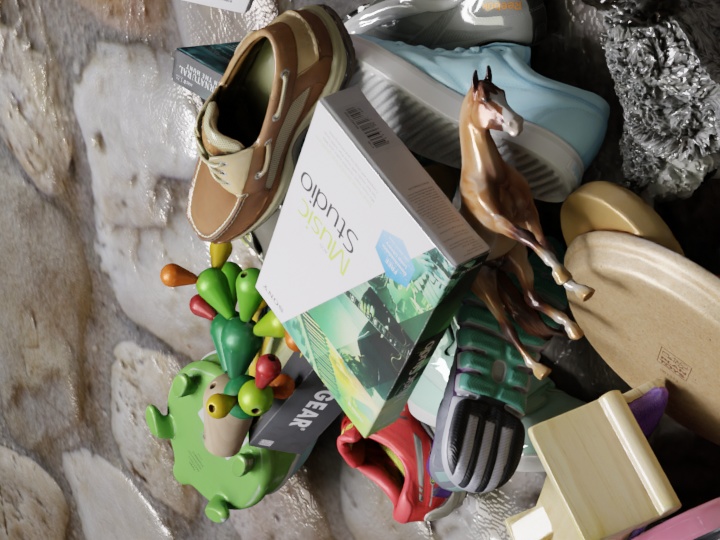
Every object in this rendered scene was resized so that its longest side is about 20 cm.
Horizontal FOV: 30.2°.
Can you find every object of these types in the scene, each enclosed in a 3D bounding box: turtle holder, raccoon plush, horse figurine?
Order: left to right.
[{"bbox_3d":[-0.104,0.150,1.221,0.140,0.131,0.187,34,133,31],"label":"turtle holder"},{"bbox_3d":[0.093,-0.015,0.827,0.133,0.050,0.201,55,168,25],"label":"horse figurine"},{"bbox_3d":[0.156,-0.121,0.790,0.200,0.097,0.134,40,140,-6],"label":"raccoon plush"}]

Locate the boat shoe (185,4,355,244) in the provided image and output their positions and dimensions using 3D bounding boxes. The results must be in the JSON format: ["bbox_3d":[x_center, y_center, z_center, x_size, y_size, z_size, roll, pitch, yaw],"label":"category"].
[{"bbox_3d":[-0.079,-0.097,0.896,0.076,0.073,0.201,51,132,23],"label":"boat shoe"}]

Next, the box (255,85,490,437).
[{"bbox_3d":[0.000,0.000,0.879,0.145,0.036,0.201,52,146,22],"label":"box"}]

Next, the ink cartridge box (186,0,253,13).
[{"bbox_3d":[-0.093,-0.314,0.959,0.201,0.083,0.146,118,154,-45],"label":"ink cartridge box"}]

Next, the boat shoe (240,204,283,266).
[{"bbox_3d":[-0.076,-0.047,1.071,0.073,0.060,0.202,-62,28,26],"label":"boat shoe"}]

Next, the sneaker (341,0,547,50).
[{"bbox_3d":[0.049,-0.165,0.933,0.199,0.074,0.080,-13,104,51],"label":"sneaker"}]

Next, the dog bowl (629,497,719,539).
[{"bbox_3d":[0.215,0.206,0.843,0.074,0.198,0.201,65,144,27],"label":"dog bowl"}]

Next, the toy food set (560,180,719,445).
[{"bbox_3d":[0.205,0.041,0.820,0.199,0.049,0.199,31,160,34],"label":"toy food set"}]

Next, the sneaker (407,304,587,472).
[{"bbox_3d":[0.097,0.072,0.990,0.199,0.073,0.120,15,126,47],"label":"sneaker"}]

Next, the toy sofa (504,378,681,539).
[{"bbox_3d":[0.161,0.157,0.885,0.201,0.097,0.083,90,159,-61],"label":"toy sofa"}]

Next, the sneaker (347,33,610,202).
[{"bbox_3d":[0.073,-0.117,0.876,0.199,0.082,0.074,30,156,21],"label":"sneaker"}]

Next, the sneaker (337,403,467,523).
[{"bbox_3d":[0.011,0.120,1.102,0.201,0.084,0.077,54,142,29],"label":"sneaker"}]

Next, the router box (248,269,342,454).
[{"bbox_3d":[-0.034,0.034,1.081,0.200,0.052,0.159,129,146,-48],"label":"router box"}]

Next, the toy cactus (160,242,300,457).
[{"bbox_3d":[-0.106,0.076,1.065,0.200,0.101,0.167,-128,43,-52],"label":"toy cactus"}]

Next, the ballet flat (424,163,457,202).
[{"bbox_3d":[-0.018,-0.081,1.008,0.198,0.063,0.069,24,133,19],"label":"ballet flat"}]

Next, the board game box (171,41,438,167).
[{"bbox_3d":[-0.027,-0.124,0.987,0.199,0.134,0.028,33,123,35],"label":"board game box"}]

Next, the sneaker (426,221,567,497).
[{"bbox_3d":[0.086,0.060,0.938,0.074,0.202,0.088,25,158,-10],"label":"sneaker"}]
